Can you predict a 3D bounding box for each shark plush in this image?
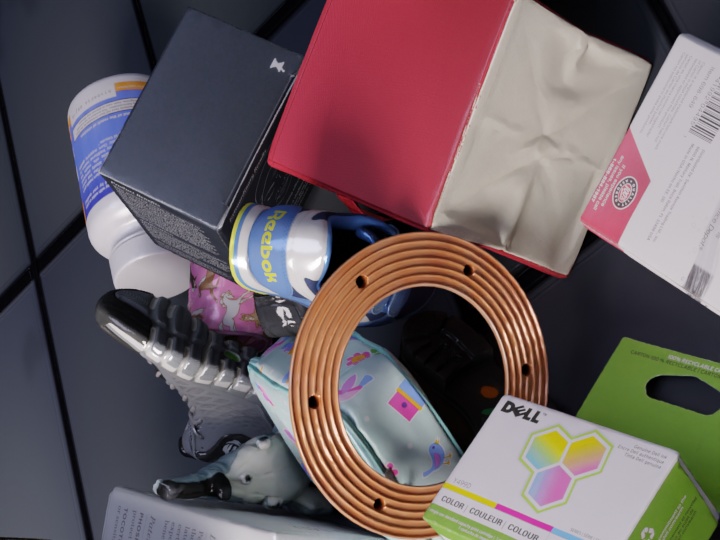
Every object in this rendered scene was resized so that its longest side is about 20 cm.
[{"bbox_3d":[-0.093,0.172,1.156,0.083,0.200,0.092,-15,94,27],"label":"shark plush"}]

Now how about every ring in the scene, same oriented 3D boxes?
[{"bbox_3d":[0.039,0.075,0.971,0.019,0.199,0.202,-2,76,61],"label":"ring"}]

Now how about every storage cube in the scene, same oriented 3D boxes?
[{"bbox_3d":[0.072,-0.114,1.080,0.179,0.170,0.201,25,95,45],"label":"storage cube"}]

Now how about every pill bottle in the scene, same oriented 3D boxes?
[{"bbox_3d":[-0.209,-0.077,1.396,0.112,0.112,0.201,-37,54,32],"label":"pill bottle"}]

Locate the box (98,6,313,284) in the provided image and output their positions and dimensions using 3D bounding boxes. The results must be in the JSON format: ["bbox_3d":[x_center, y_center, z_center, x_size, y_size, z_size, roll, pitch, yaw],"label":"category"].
[{"bbox_3d":[-0.108,-0.090,1.180,0.106,0.200,0.149,25,78,10],"label":"box"}]

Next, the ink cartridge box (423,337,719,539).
[{"bbox_3d":[0.157,0.116,0.937,0.147,0.076,0.201,15,62,48],"label":"ink cartridge box"}]

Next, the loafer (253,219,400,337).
[{"bbox_3d":[-0.022,-0.013,1.136,0.068,0.200,0.071,-7,106,28],"label":"loafer"}]

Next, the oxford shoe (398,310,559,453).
[{"bbox_3d":[0.097,0.123,1.071,0.200,0.072,0.085,51,144,33],"label":"oxford shoe"}]

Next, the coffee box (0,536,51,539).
[{"bbox_3d":[-0.193,0.275,1.057,0.199,0.079,0.115,11,88,46],"label":"coffee box"}]

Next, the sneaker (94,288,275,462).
[{"bbox_3d":[-0.147,0.103,1.238,0.116,0.199,0.075,-58,11,28],"label":"sneaker"}]

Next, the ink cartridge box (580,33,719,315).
[{"bbox_3d":[0.259,-0.042,0.931,0.200,0.084,0.146,40,107,46],"label":"ink cartridge box"}]

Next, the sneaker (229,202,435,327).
[{"bbox_3d":[0.000,0.000,1.022,0.082,0.199,0.075,0,84,39],"label":"sneaker"}]

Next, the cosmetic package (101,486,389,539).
[{"bbox_3d":[-0.085,0.269,1.129,0.199,0.167,0.168,5,82,45],"label":"cosmetic package"}]

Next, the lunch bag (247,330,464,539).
[{"bbox_3d":[0.004,0.125,1.074,0.077,0.161,0.200,-35,22,-15],"label":"lunch bag"}]

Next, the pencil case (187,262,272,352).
[{"bbox_3d":[-0.114,-0.028,1.310,0.083,0.086,0.202,140,135,-71],"label":"pencil case"}]
